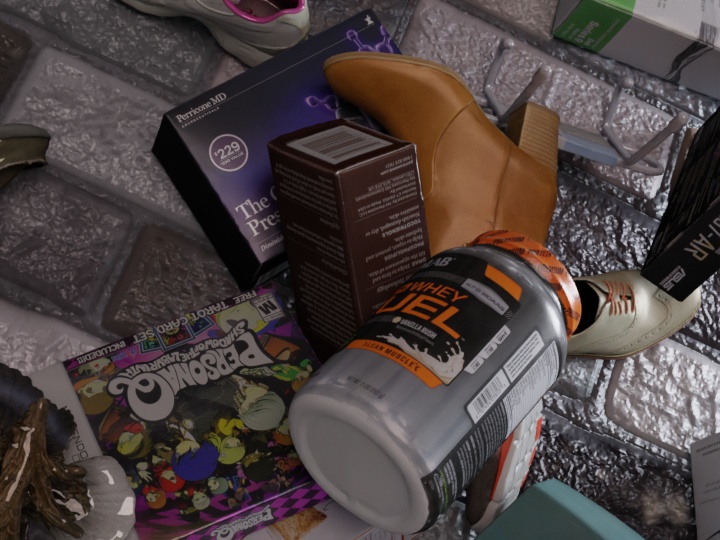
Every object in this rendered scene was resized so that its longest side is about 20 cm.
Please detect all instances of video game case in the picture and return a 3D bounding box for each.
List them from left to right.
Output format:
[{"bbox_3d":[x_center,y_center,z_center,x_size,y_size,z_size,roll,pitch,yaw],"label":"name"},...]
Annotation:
[{"bbox_3d":[-0.115,0.111,1.026,0.199,0.036,0.182,-21,51,-15],"label":"video game case"}]

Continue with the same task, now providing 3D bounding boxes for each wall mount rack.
[{"bbox_3d":[0.174,-0.131,1.171,0.199,0.174,0.075,16,108,-11],"label":"wall mount rack"}]

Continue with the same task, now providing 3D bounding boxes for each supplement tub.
[{"bbox_3d":[0.055,0.067,0.963,0.123,0.123,0.200,45,56,2],"label":"supplement tub"}]

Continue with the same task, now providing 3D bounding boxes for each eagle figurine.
[{"bbox_3d":[-0.257,0.129,0.959,0.151,0.200,0.152,-19,95,-35],"label":"eagle figurine"}]

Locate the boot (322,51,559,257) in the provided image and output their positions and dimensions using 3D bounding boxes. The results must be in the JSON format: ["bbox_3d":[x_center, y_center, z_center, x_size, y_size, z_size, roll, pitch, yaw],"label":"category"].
[{"bbox_3d":[0.055,-0.073,1.088,0.200,0.071,0.145,16,74,-10],"label":"boot"}]

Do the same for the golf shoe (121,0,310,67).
[{"bbox_3d":[-0.126,-0.236,1.157,0.199,0.092,0.076,25,69,-5],"label":"golf shoe"}]

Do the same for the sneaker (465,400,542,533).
[{"bbox_3d":[0.094,0.099,1.106,0.081,0.077,0.201,11,99,20],"label":"sneaker"}]

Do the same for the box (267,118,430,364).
[{"bbox_3d":[0.000,0.000,1.054,0.075,0.100,0.201,-20,117,-28],"label":"box"}]

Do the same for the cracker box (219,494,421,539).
[{"bbox_3d":[-0.072,0.177,1.026,0.199,0.058,0.134,-29,53,-23],"label":"cracker box"}]

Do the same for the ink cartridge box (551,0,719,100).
[{"bbox_3d":[0.286,-0.249,1.282,0.199,0.084,0.147,20,68,-9],"label":"ink cartridge box"}]

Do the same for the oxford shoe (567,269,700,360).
[{"bbox_3d":[0.198,0.035,1.168,0.199,0.074,0.071,-14,77,-20],"label":"oxford shoe"}]

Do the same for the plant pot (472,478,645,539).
[{"bbox_3d":[0.167,0.253,1.033,0.141,0.141,0.200,-44,74,9],"label":"plant pot"}]

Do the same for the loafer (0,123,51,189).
[{"bbox_3d":[-0.314,-0.047,1.059,0.199,0.075,0.070,-26,93,-17],"label":"loafer"}]

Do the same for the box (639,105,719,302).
[{"bbox_3d":[0.309,-0.091,1.169,0.043,0.160,0.200,33,49,-3],"label":"box"}]

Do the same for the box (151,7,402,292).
[{"bbox_3d":[-0.042,-0.097,1.144,0.199,0.079,0.142,-31,80,-23],"label":"box"}]

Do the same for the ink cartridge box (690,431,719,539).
[{"bbox_3d":[0.349,0.230,1.142,0.145,0.086,0.201,4,70,-15],"label":"ink cartridge box"}]
